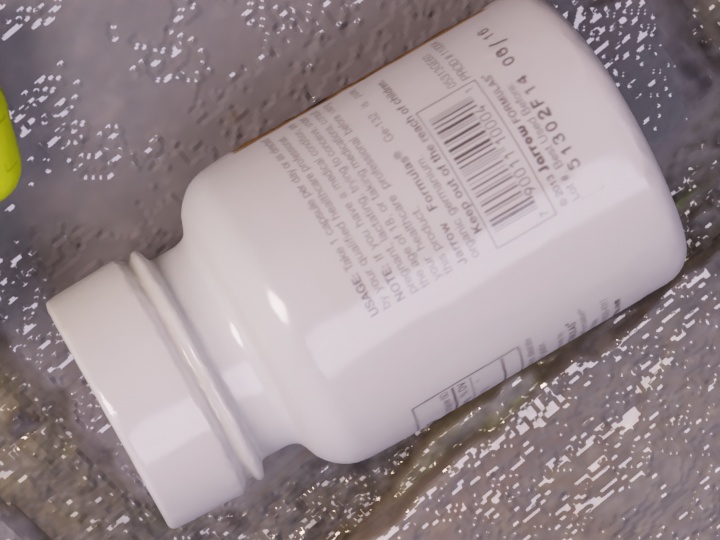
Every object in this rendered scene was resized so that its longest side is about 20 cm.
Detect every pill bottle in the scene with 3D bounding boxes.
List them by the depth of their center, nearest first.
[{"bbox_3d":[0.000,0.000,1.009,0.199,0.114,0.115,-30,127,-5],"label":"pill bottle"}]

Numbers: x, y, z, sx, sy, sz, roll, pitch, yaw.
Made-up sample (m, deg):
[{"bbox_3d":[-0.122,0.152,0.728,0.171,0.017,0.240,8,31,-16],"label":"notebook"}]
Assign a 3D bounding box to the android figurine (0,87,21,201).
[{"bbox_3d":[-0.197,-0.021,0.954,0.181,0.041,0.201,-21,125,-12],"label":"android figurine"}]
